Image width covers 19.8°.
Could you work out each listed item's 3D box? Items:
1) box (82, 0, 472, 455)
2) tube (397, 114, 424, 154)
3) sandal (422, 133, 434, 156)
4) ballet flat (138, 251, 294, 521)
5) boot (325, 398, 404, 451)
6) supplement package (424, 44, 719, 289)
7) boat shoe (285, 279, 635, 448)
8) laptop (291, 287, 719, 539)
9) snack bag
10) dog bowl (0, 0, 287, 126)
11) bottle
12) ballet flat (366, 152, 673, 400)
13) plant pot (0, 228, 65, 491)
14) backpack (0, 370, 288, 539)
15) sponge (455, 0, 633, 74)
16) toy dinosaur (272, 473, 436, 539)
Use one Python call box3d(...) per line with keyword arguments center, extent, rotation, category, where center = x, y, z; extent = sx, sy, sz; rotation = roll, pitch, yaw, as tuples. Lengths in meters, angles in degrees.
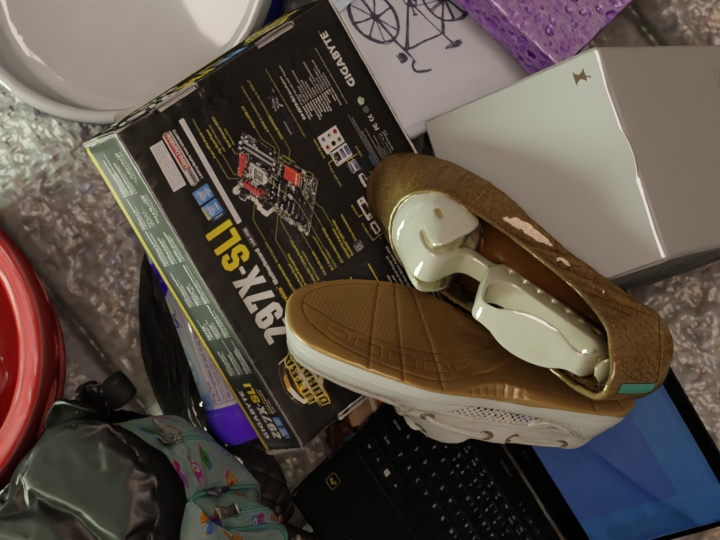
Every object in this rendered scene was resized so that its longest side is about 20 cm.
box3d(center=(-0.035, -0.026, 1.133), extent=(0.160, 0.049, 0.200), rotation=(-37, 103, -28), category="box")
box3d(center=(0.011, -0.157, 1.256), extent=(0.058, 0.052, 0.200), rotation=(20, 54, -35), category="tube")
box3d(center=(0.016, -0.060, 1.272), extent=(0.200, 0.043, 0.076), rotation=(-36, 95, -9), category="sandal")
box3d(center=(-0.091, 0.067, 1.254), extent=(0.057, 0.066, 0.201), rotation=(-10, 84, -42), category="ballet flat")
box3d(center=(0.000, 0.000, 1.219), extent=(0.107, 0.075, 0.200), rotation=(-23, 98, -22), category="boot")
box3d(center=(0.149, -0.054, 1.177), extent=(0.120, 0.200, 0.122), rotation=(-21, 84, 33), category="supplement package")
box3d(center=(0.046, 0.062, 1.105), extent=(0.200, 0.069, 0.071), rotation=(16, 45, -16), category="boat shoe")
box3d(center=(0.095, 0.135, 1.183), extent=(0.200, 0.103, 0.177), rotation=(-42, 114, -22), category="laptop")
box3d(center=(0.044, -0.183, 1.236), extent=(0.188, 0.021, 0.200), rotation=(-21, 82, -41), category="snack bag")
box3d(center=(-0.144, -0.186, 1.240), extent=(0.200, 0.079, 0.201), rotation=(0, 90, 9), category="dog bowl")
box3d(center=(-0.085, -0.002, 1.178), extent=(0.065, 0.084, 0.200), rotation=(-20, 94, 0), category="bottle")
box3d(center=(0.070, 0.005, 1.071), extent=(0.200, 0.072, 0.068), rotation=(38, 121, 19), category="ballet flat")
box3d(center=(-0.267, 0.056, 1.176), extent=(0.200, 0.183, 0.201), rotation=(0, 82, -1), category="plant pot")
box3d(center=(-0.129, 0.151, 1.129), extent=(0.167, 0.200, 0.127), rotation=(-44, 75, 10), category="backpack")
box3d(center=(0.135, -0.210, 1.252), extent=(0.112, 0.030, 0.200), rotation=(45, 60, 2), category="sponge")
box3d(center=(0.002, 0.186, 1.221), extent=(0.102, 0.077, 0.201), rotation=(-3, 91, -19), category="toy dinosaur")
